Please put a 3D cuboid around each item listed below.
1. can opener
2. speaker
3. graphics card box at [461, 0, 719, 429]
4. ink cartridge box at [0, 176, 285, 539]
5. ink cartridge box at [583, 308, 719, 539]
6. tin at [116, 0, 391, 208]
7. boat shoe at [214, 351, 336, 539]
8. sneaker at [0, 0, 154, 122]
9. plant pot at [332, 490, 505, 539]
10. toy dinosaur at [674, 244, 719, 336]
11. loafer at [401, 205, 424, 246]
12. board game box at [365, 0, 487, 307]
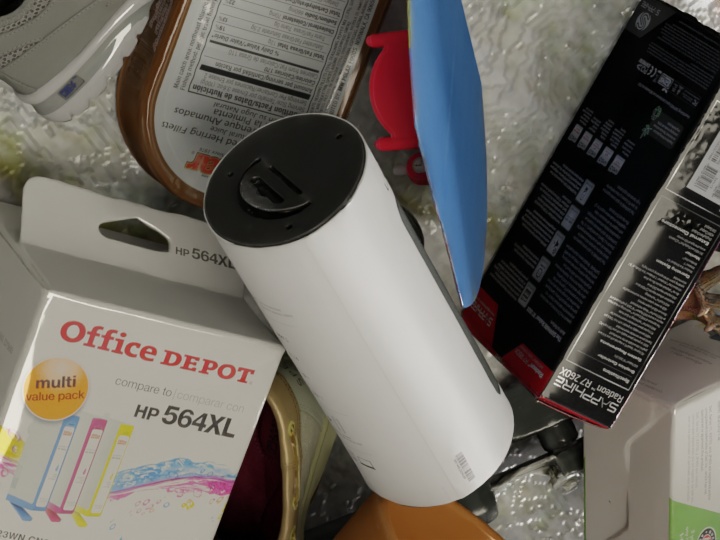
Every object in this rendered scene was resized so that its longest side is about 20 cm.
[{"bbox_3d":[0.047,0.113,1.458,0.200,0.053,0.067,-25,84,-14],"label":"can opener"},{"bbox_3d":[0.001,0.021,1.262,0.081,0.081,0.200,-36,133,-6],"label":"speaker"},{"bbox_3d":[0.134,-0.032,1.385,0.051,0.125,0.200,25,99,-23],"label":"graphics card box"},{"bbox_3d":[-0.135,0.066,1.308,0.128,0.125,0.200,14,105,-27],"label":"ink cartridge box"},{"bbox_3d":[0.210,0.082,1.479,0.200,0.067,0.117,-21,120,-38],"label":"ink cartridge box"},{"bbox_3d":[-0.046,-0.123,1.321,0.112,0.042,0.200,15,104,-23],"label":"tin"},{"bbox_3d":[-0.065,0.139,1.389,0.066,0.074,0.201,-10,112,-64],"label":"boat shoe"},{"bbox_3d":[-0.114,-0.165,1.250,0.082,0.075,0.200,28,98,-32],"label":"sneaker"},{"bbox_3d":[0.035,0.222,1.357,0.200,0.200,0.140,37,104,-31],"label":"plant pot"},{"bbox_3d":[0.206,-0.036,1.398,0.086,0.136,0.200,29,137,-10],"label":"toy dinosaur"},{"bbox_3d":[0.000,0.000,1.343,0.070,0.070,0.200,-12,145,13],"label":"loafer"},{"bbox_3d":[0.025,-0.079,1.304,0.039,0.158,0.200,-5,138,12],"label":"board game box"}]
